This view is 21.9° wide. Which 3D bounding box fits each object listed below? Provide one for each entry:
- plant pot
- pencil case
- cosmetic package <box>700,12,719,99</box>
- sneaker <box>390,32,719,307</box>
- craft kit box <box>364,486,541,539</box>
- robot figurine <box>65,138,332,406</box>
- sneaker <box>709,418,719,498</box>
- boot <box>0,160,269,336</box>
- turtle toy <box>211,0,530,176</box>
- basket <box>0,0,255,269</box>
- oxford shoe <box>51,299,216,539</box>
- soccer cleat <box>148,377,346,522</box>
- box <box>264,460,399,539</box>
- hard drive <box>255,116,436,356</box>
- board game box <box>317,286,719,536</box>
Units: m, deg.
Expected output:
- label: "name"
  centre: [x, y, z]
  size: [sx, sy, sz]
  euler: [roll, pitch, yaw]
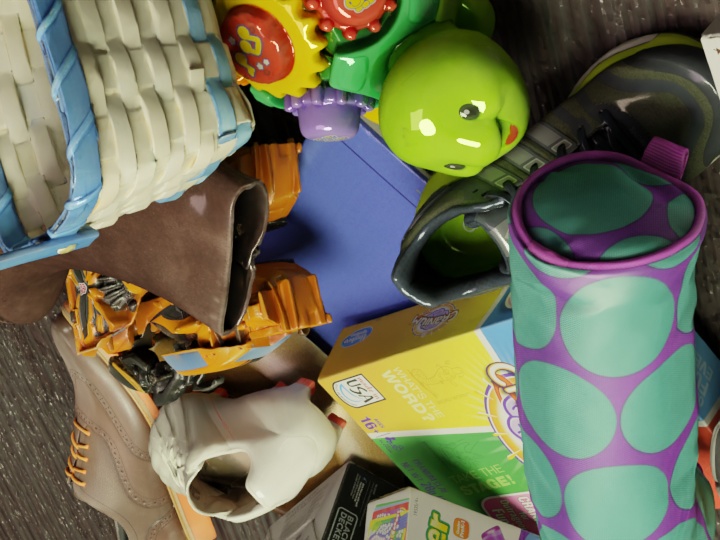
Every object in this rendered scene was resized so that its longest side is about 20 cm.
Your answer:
- label: "plant pot"
  centre: [-0.062, 0.089, 1.119]
  size: [0.199, 0.028, 0.201]
  euler: [31, 149, 20]
- label: "pencil case"
  centre: [0.115, 0.047, 0.829]
  size: [0.085, 0.092, 0.201]
  euler: [32, 144, 40]
- label: "cosmetic package"
  centre: [0.217, -0.027, 0.797]
  size: [0.082, 0.051, 0.201]
  euler: [-1, 124, 37]
- label: "sneaker"
  centre: [0.093, -0.036, 0.856]
  size: [0.074, 0.081, 0.199]
  euler: [48, 128, -9]
- label: "craft kit box"
  centre: [0.082, 0.238, 0.972]
  size: [0.196, 0.202, 0.048]
  euler: [21, 149, -28]
- label: "robot figurine"
  centre: [-0.101, -0.003, 1.023]
  size: [0.199, 0.058, 0.147]
  euler: [-15, 84, 46]
- label: "sneaker"
  centre: [0.235, 0.147, 0.874]
  size: [0.077, 0.112, 0.201]
  euler: [-31, 122, 8]
- label: "boot"
  centre: [-0.130, -0.011, 0.963]
  size: [0.166, 0.072, 0.201]
  euler: [38, 134, 23]
- label: "turtle toy"
  centre: [-0.005, -0.116, 0.859]
  size: [0.199, 0.101, 0.147]
  euler: [29, 139, 15]
- label: "basket"
  centre: [-0.159, -0.082, 0.807]
  size: [0.139, 0.198, 0.178]
  euler: [-27, 75, 56]
- label: "oxford shoe"
  centre: [-0.160, 0.112, 1.194]
  size: [0.071, 0.072, 0.201]
  euler: [41, 157, 61]
- label: "soccer cleat"
  centre: [-0.083, 0.108, 1.063]
  size: [0.069, 0.078, 0.199]
  euler: [49, 150, -13]
- label: "box"
  centre: [0.043, 0.203, 1.096]
  size: [0.199, 0.060, 0.117]
  euler: [31, 142, -11]
- label: "hard drive"
  centre: [0.000, 0.000, 1.017]
  size: [0.132, 0.025, 0.200]
  euler: [41, 140, 1]
- label: "board game box"
  centre: [0.096, 0.072, 0.966]
  size: [0.199, 0.040, 0.153]
  euler: [-21, 120, 44]
